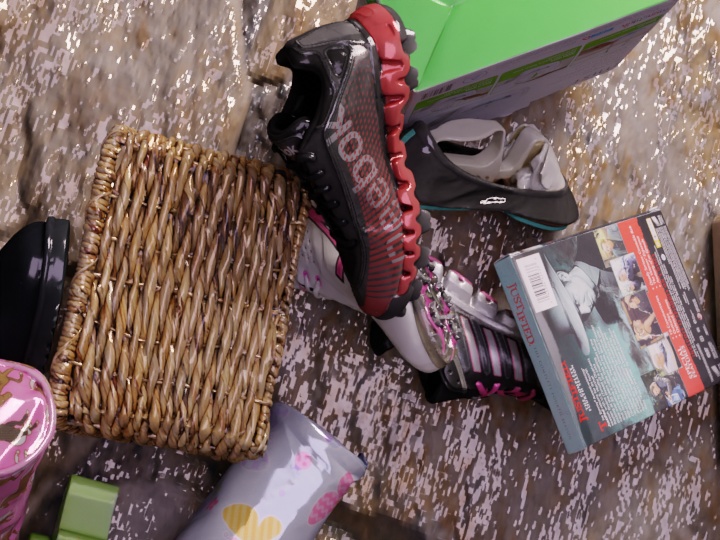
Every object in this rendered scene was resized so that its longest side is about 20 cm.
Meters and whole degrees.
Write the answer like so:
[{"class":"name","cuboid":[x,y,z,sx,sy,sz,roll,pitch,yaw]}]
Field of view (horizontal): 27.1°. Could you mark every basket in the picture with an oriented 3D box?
[{"class":"basket","cuboid":[-0.131,0.017,1.004,0.147,0.143,0.203,12,84,-18]}]

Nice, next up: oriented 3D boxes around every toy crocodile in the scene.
[{"class":"toy crocodile","cuboid":[-0.209,0.239,1.006,0.067,0.062,0.202,22,79,-13]}]

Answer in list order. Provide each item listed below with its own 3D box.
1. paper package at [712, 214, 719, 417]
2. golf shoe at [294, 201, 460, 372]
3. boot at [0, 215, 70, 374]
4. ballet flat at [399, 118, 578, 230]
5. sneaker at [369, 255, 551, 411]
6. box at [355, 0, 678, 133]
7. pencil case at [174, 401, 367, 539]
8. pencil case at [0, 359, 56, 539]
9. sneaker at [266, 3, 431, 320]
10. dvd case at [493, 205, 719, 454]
[{"class":"paper package","cuboid":[0.352,0.049,1.118,0.102,0.190,0.203,0,86,-15]},{"class":"golf shoe","cuboid":[0.000,0.000,1.055,0.092,0.073,0.201,-37,58,10]},{"class":"boot","cuboid":[-0.282,0.033,0.951,0.166,0.201,0.077,13,41,-16]},{"class":"ballet flat","cuboid":[0.101,-0.071,1.083,0.198,0.068,0.069,4,124,-42]},{"class":"sneaker","cuboid":[0.088,0.072,1.103,0.199,0.074,0.088,34,77,-6]},{"class":"box","cuboid":[0.102,-0.175,1.057,0.198,0.177,0.098,-21,85,-7]},{"class":"pencil case","cuboid":[-0.083,0.187,1.033,0.083,0.091,0.201,39,76,-5]},{"class":"pencil case","cuboid":[-0.244,0.134,0.932,0.082,0.201,0.087,5,53,-20]},{"class":"sneaker","cuboid":[-0.011,-0.063,0.946,0.097,0.071,0.203,-12,105,-24]},{"class":"dvd case","cuboid":[0.190,0.039,1.106,0.199,0.022,0.148,-16,83,-47]}]
